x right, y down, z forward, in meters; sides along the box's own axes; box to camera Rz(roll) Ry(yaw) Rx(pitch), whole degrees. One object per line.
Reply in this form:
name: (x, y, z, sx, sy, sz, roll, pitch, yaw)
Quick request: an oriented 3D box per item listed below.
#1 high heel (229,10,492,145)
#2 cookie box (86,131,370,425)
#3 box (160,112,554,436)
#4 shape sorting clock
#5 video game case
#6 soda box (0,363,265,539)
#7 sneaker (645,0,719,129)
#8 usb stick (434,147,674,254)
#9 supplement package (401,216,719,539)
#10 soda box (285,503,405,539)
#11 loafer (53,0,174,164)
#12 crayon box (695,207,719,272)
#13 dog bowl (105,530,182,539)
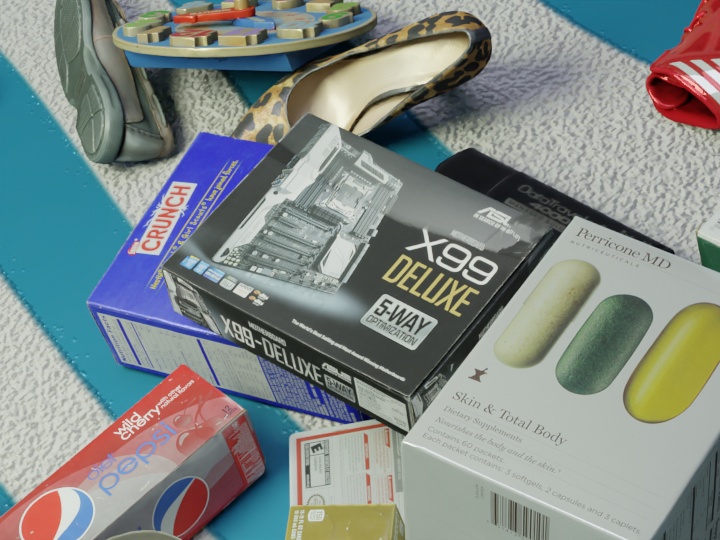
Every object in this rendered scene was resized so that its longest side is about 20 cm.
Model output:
high heel: (-0.005, -0.127, 1.588, 0.199, 0.143, 0.072, -25, 90, -13)
cookie box: (-0.055, 0.002, 1.524, 0.199, 0.075, 0.172, 13, 54, 26)
box: (0.000, 0.000, 1.424, 0.199, 0.050, 0.158, 27, 60, 28)
shape sorting clock: (-0.086, -0.185, 1.686, 0.198, 0.040, 0.200, -5, 20, 2)
video game case: (0.054, 0.144, 1.396, 0.198, 0.018, 0.144, -11, 45, 8)
soda box: (-0.156, 0.153, 1.420, 0.200, 0.064, 0.070, -40, 47, -21)
sneaker: (0.246, -0.180, 1.603, 0.115, 0.079, 0.201, -17, 44, -1)
usb stick: (0.128, -0.031, 1.529, 0.055, 0.033, 0.199, -37, 47, -28)
supplement package: (0.138, 0.106, 1.285, 0.151, 0.151, 0.200, 22, 51, 23)
soda box: (-0.014, 0.235, 1.284, 0.067, 0.064, 0.201, -3, 53, 14)
loafer: (-0.192, -0.151, 1.734, 0.062, 0.072, 0.201, 6, 42, -25)
crayon box: (0.330, -0.009, 1.430, 0.127, 0.051, 0.199, -42, 49, -22)
dog bowl: (-0.139, 0.250, 1.281, 0.199, 0.059, 0.201, -27, 41, 26)
